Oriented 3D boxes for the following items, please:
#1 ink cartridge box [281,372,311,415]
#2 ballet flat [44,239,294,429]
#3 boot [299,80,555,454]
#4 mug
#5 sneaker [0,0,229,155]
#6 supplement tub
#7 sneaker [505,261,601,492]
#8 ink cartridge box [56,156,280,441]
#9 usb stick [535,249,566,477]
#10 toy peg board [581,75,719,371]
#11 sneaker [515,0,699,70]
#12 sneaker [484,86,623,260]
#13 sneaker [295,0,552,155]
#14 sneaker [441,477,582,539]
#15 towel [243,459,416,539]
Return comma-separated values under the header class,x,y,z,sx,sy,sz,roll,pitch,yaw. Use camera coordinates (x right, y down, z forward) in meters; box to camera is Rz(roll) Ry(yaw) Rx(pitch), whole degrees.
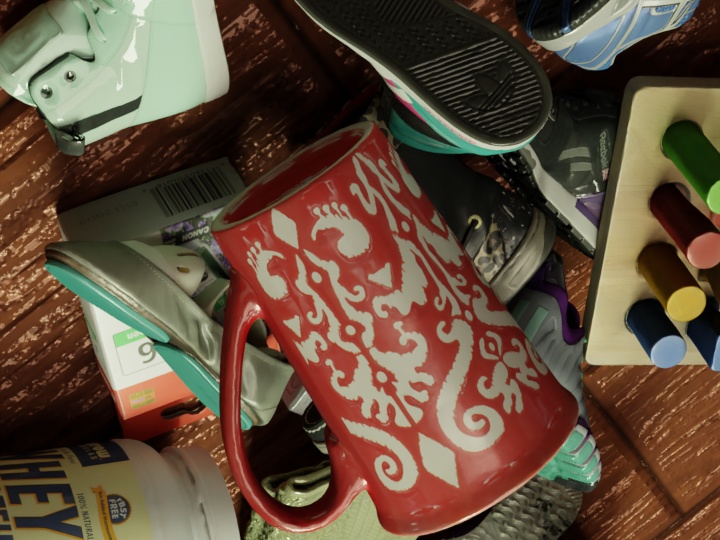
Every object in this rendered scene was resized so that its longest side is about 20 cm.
class,x,y,z,sx,sy,sz,roll,pitch,yaw
ink cartridge box,0.047,0.070,1.157,0.200,0.042,0.119,27,107,-39
ballet flat,-0.104,0.021,0.956,0.064,0.067,0.200,-58,137,-15
boot,0.000,-0.001,1.026,0.154,0.073,0.204,41,98,-20
mug,0.002,0.040,0.924,0.178,0.133,0.200,-42,107,-33
sneaker,-0.140,-0.143,0.848,0.118,0.074,0.200,-28,137,-16
supplement tub,-0.187,0.183,1.038,0.200,0.145,0.145,-7,128,-25
sneaker,0.131,0.075,1.099,0.088,0.074,0.200,-59,151,-18
ink cartridge box,-0.109,0.036,1.032,0.109,0.050,0.200,-20,132,-14
usb stick,0.121,0.066,1.152,0.055,0.033,0.200,-19,131,-8
toy peg board,0.259,-0.010,1.055,0.200,0.098,0.199,0,118,-11
sneaker,0.186,-0.198,1.006,0.200,0.076,0.077,-36,142,14
sneaker,0.123,-0.093,1.060,0.088,0.076,0.200,-49,140,-2
sneaker,0.022,-0.136,0.928,0.084,0.200,0.121,-44,175,-5
sneaker,0.084,0.231,1.265,0.200,0.070,0.100,-32,159,-28
towel,-0.011,0.174,1.167,0.148,0.036,0.200,-12,153,-21
